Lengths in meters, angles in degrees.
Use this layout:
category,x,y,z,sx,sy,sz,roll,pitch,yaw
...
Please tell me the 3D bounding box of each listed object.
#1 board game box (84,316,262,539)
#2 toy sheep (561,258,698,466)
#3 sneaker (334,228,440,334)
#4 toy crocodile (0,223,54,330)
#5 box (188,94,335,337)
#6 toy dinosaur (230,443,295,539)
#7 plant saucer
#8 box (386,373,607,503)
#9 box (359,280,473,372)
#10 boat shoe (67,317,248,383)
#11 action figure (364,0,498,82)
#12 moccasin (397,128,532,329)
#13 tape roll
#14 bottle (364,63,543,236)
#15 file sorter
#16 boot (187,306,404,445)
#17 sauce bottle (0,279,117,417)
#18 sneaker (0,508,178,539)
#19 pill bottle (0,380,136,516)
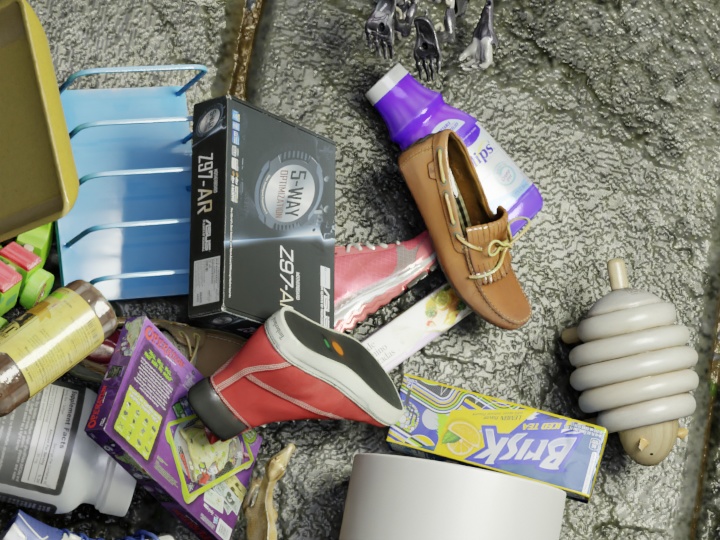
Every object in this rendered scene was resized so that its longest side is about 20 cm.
category,x,y,z,sx,sy,sz,roll,pitch,yaw
board game box,-0.163,0.147,1.668,0.200,0.032,0.121,51,48,-40
toy sheep,0.259,0.089,1.789,0.137,0.138,0.201,-14,86,-14
sneaker,0.000,0.000,1.779,0.200,0.074,0.087,-35,88,-15
toy crocodile,-0.332,0.019,1.676,0.067,0.062,0.200,29,42,7
box,-0.087,-0.040,1.689,0.160,0.043,0.202,21,64,-50
toy dinosaur,-0.092,0.260,1.708,0.058,0.101,0.202,3,82,-12
plant saucer,-0.329,-0.124,1.686,0.048,0.199,0.201,-7,82,-49
box,0.129,0.159,1.761,0.199,0.064,0.071,15,79,8
box,0.049,0.057,1.798,0.199,0.041,0.039,-35,90,-13
boat shoe,-0.181,0.083,1.730,0.198,0.066,0.075,4,82,-12
action figure,0.076,-0.252,1.815,0.118,0.103,0.200,20,35,18
moccasin,0.111,-0.038,1.754,0.074,0.077,0.203,-27,96,-50
tape roll,0.079,0.252,1.696,0.201,0.203,0.140,13,81,-10
bottle,0.087,-0.113,1.816,0.083,0.065,0.200,-42,93,-14
file sorter,-0.203,-0.080,1.709,0.138,0.123,0.202,-5,84,-22
boot,-0.062,0.120,1.689,0.144,0.200,0.073,-40,49,17
sauce bottle,-0.300,0.083,1.603,0.200,0.065,0.065,-39,92,-34
sneaker,-0.228,0.268,1.696,0.199,0.080,0.115,42,72,-11
pill bottle,-0.297,0.153,1.671,0.199,0.116,0.117,15,80,-11
